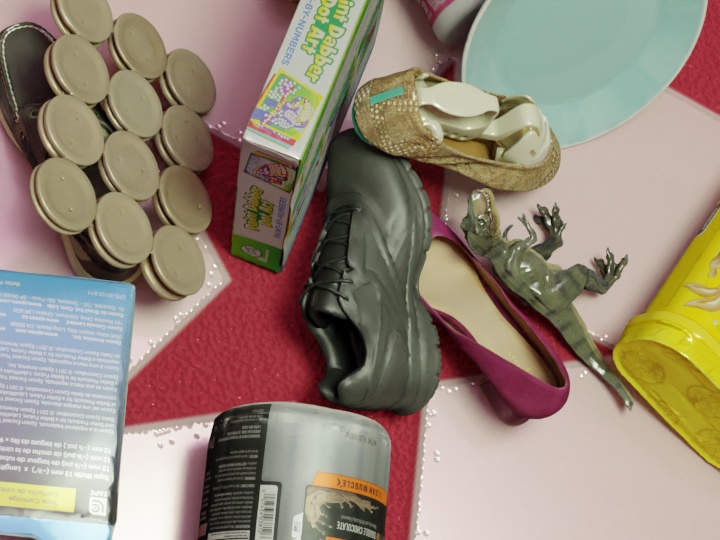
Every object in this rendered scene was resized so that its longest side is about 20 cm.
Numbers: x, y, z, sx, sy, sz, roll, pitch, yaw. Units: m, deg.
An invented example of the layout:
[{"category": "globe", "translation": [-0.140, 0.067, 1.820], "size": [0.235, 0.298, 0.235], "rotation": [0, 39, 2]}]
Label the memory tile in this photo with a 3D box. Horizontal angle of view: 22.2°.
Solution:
[{"category": "memory tile", "translation": [-0.156, -0.089, 1.234], "size": [0.153, 0.017, 0.201], "rotation": [31, 47, -40]}]

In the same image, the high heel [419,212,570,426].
[{"category": "high heel", "translation": [0.079, 0.015, 1.283], "size": [0.067, 0.096, 0.200], "rotation": [-36, 86, -22]}]

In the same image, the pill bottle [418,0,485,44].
[{"category": "pill bottle", "translation": [0.064, -0.280, 1.361], "size": [0.113, 0.113, 0.201], "rotation": [-23, 80, -21]}]

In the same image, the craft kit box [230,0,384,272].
[{"category": "craft kit box", "translation": [-0.031, -0.124, 1.239], "size": [0.048, 0.198, 0.201], "rotation": [21, 68, -1]}]

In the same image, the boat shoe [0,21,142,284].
[{"category": "boat shoe", "translation": [-0.194, -0.086, 1.251], "size": [0.071, 0.066, 0.202], "rotation": [-19, 80, -21]}]

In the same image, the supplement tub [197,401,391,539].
[{"category": "supplement tub", "translation": [-0.047, 0.194, 1.177], "size": [0.122, 0.123, 0.201], "rotation": [9, 72, -13]}]

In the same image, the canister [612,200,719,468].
[{"category": "canister", "translation": [0.293, 0.028, 1.340], "size": [0.149, 0.086, 0.200], "rotation": [45, 64, -13]}]

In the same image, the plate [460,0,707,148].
[{"category": "plate", "translation": [0.159, -0.174, 1.331], "size": [0.199, 0.201, 0.026], "rotation": [-13, 46, -19]}]

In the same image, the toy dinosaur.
[{"category": "toy dinosaur", "translation": [0.145, 0.004, 1.332], "size": [0.200, 0.047, 0.088], "rotation": [47, 53, -15]}]

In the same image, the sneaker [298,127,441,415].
[{"category": "sneaker", "translation": [0.000, 0.000, 1.254], "size": [0.090, 0.076, 0.201], "rotation": [-1, 78, -41]}]

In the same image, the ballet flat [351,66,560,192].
[{"category": "ballet flat", "translation": [0.085, -0.098, 1.278], "size": [0.199, 0.065, 0.071], "rotation": [5, 70, -41]}]

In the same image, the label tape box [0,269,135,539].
[{"category": "label tape box", "translation": [-0.226, 0.103, 1.186], "size": [0.142, 0.066, 0.201], "rotation": [7, 74, -14]}]

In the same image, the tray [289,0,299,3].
[{"category": "tray", "translation": [-0.004, -0.295, 1.311], "size": [0.099, 0.200, 0.037], "rotation": [53, 22, 14]}]
